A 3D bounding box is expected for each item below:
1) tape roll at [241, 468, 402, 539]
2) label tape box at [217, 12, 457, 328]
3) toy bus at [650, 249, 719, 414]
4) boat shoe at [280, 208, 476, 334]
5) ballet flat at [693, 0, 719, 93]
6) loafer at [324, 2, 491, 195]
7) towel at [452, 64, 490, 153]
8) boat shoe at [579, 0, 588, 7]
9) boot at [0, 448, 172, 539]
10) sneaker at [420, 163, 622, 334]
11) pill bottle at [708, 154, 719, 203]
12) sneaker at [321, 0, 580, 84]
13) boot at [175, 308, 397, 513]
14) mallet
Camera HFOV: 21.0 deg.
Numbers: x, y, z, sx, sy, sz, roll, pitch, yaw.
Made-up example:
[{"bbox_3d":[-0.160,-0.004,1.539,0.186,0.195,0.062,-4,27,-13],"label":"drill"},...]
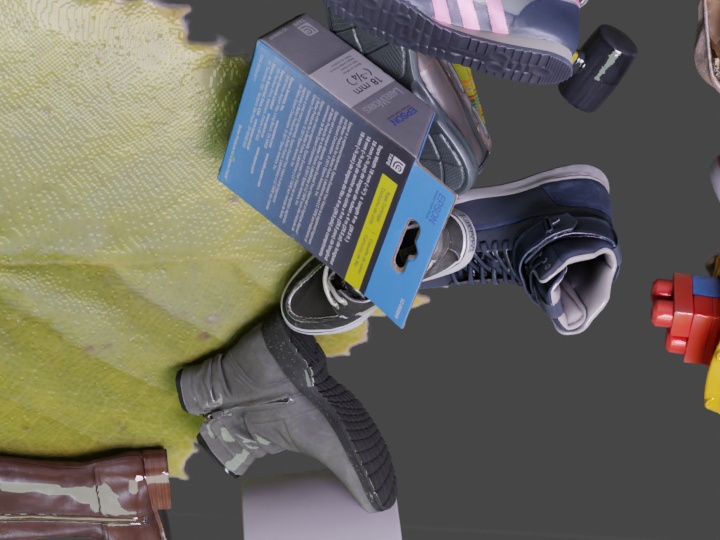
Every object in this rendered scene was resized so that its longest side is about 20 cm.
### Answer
[{"bbox_3d":[-0.027,0.278,1.735,0.138,0.204,0.204,-7,128,-1],"label":"tape roll"},{"bbox_3d":[-0.005,-0.076,1.477,0.200,0.063,0.145,39,135,18],"label":"label tape box"},{"bbox_3d":[0.336,0.064,1.622,0.190,0.201,0.137,6,129,-1],"label":"toy bus"},{"bbox_3d":[0.000,0.000,1.581,0.199,0.071,0.063,-28,169,35],"label":"boat shoe"},{"bbox_3d":[0.289,-0.218,1.479,0.067,0.068,0.202,-9,127,1],"label":"ballet flat"},{"bbox_3d":[0.038,-0.154,1.493,0.071,0.063,0.201,-11,116,41],"label":"loafer"},{"bbox_3d":[0.040,-0.163,1.525,0.085,0.018,0.201,-16,127,5],"label":"towel"},{"bbox_3d":[0.120,-0.262,1.429,0.073,0.065,0.201,-26,126,12],"label":"boat shoe"},{"bbox_3d":[-0.270,0.243,1.767,0.198,0.064,0.188,-4,114,-7],"label":"boot"},{"bbox_3d":[0.115,-0.002,1.575,0.200,0.147,0.077,-20,128,11],"label":"sneaker"},{"bbox_3d":[0.390,-0.087,1.558,0.199,0.116,0.116,-31,124,17],"label":"pill bottle"},{"bbox_3d":[0.066,-0.201,1.416,0.198,0.083,0.070,18,162,-10],"label":"sneaker"},{"bbox_3d":[-0.064,0.143,1.678,0.130,0.068,0.201,-35,85,20],"label":"boot"},{"bbox_3d":[0.128,-0.186,1.487,0.199,0.041,0.066,25,121,-33],"label":"mallet"}]
